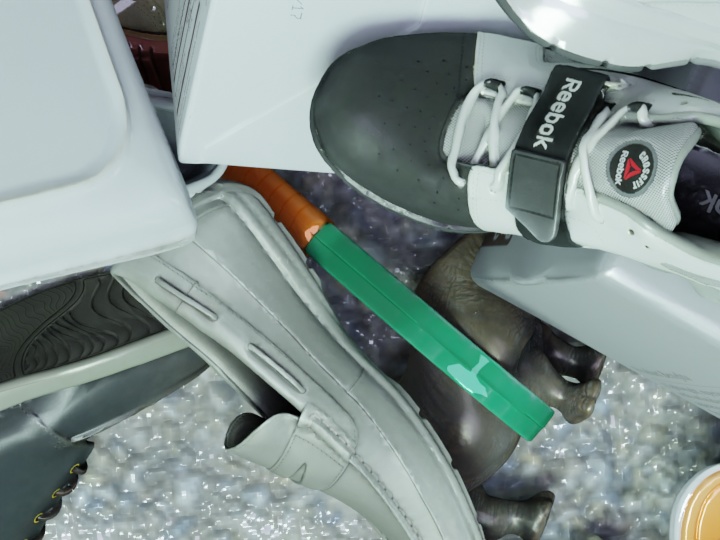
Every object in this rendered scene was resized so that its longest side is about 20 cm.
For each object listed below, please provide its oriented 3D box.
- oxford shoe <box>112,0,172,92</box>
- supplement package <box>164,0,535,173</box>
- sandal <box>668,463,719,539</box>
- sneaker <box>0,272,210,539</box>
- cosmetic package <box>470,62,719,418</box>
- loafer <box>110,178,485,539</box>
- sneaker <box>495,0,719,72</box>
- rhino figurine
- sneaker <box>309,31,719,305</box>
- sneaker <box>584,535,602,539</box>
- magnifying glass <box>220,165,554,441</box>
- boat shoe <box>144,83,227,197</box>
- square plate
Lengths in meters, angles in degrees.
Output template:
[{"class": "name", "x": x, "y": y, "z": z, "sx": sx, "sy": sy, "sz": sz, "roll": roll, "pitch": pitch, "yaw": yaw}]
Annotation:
[{"class": "oxford shoe", "x": -0.083, "y": -0.112, "z": 1.129, "sx": 0.199, "sy": 0.070, "sz": 0.075, "roll": 7, "pitch": 77, "yaw": -3}, {"class": "supplement package", "x": 0.021, "y": -0.142, "z": 0.998, "sx": 0.155, "sy": 0.111, "sz": 0.200, "roll": 4, "pitch": 136, "yaw": -12}, {"class": "sandal", "x": 0.183, "y": 0.179, "z": 1.140, "sx": 0.079, "sy": 0.059, "sz": 0.207, "roll": -13, "pitch": 99, "yaw": -1}, {"class": "sneaker", "x": -0.138, "y": 0.078, "z": 1.174, "sx": 0.199, "sy": 0.075, "sz": 0.106, "roll": -22, "pitch": 119, "yaw": 1}, {"class": "cosmetic package", "x": 0.181, "y": -0.023, "z": 1.084, "sx": 0.200, "sy": 0.165, "sz": 0.165, "roll": 29, "pitch": 82, "yaw": -13}, {"class": "loafer", "x": -0.024, "y": 0.057, "z": 1.114, "sx": 0.070, "sy": 0.070, "sz": 0.200, "roll": -39, "pitch": 94, "yaw": -18}, {"class": "sneaker", "x": 0.142, "y": -0.104, "z": 0.930, "sx": 0.199, "sy": 0.075, "sz": 0.087, "roll": 8, "pitch": 129, "yaw": -26}, {"class": "rhino figurine", "x": 0.060, "y": 0.036, "z": 1.171, "sx": 0.087, "sy": 0.060, "sz": 0.201, "roll": 18, "pitch": 101, "yaw": 1}, {"class": "sneaker", "x": 0.080, "y": -0.041, "z": 0.938, "sx": 0.199, "sy": 0.089, "sz": 0.074, "roll": 15, "pitch": 83, "yaw": 2}, {"class": "sneaker", "x": 0.171, "y": 0.159, "z": 1.201, "sx": 0.199, "sy": 0.081, "sz": 0.089, "roll": 2, "pitch": 104, "yaw": -7}, {"class": "magnifying glass", "x": 0.000, "y": 0.000, "z": 1.122, "sx": 0.200, "sy": 0.080, "sz": 0.022, "roll": 39, "pitch": 90, "yaw": 20}, {"class": "boat shoe", "x": -0.130, "y": -0.044, "z": 1.035, "sx": 0.200, "sy": 0.068, "sz": 0.072, "roll": 5, "pitch": 92, "yaw": -50}, {"class": "square plate", "x": -0.167, "y": -0.084, "z": 0.968, "sx": 0.198, "sy": 0.028, "sz": 0.201, "roll": -16, "pitch": 81, "yaw": -33}]
